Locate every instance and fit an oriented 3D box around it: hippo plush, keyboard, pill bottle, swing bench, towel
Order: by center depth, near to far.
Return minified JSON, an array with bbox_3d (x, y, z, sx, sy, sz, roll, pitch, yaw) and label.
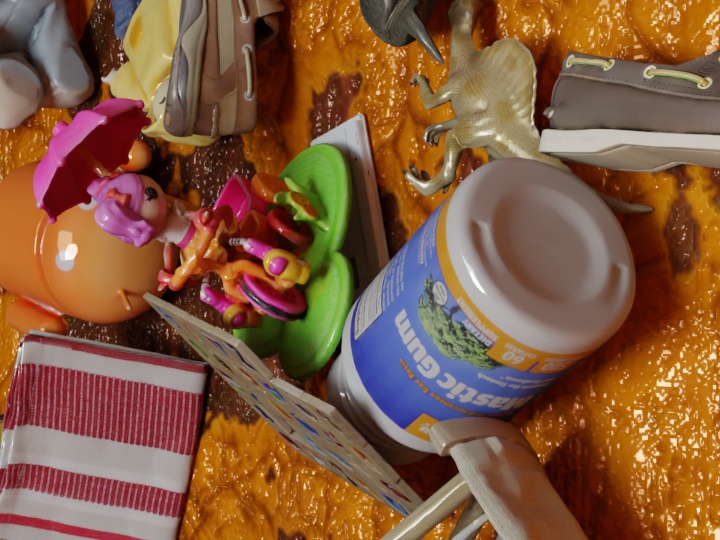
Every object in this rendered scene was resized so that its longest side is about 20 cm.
[{"bbox_3d":[0.080,0.218,0.833,0.200,0.129,0.200,-53,51,27],"label":"swing bench"},{"bbox_3d":[0.056,0.034,0.864,0.200,0.111,0.113,-50,53,51],"label":"pill bottle"},{"bbox_3d":[0.000,0.000,1.021,0.056,0.011,0.202,-27,68,51],"label":"keyboard"},{"bbox_3d":[-0.199,0.153,1.154,0.023,0.143,0.202,-118,39,-75],"label":"towel"},{"bbox_3d":[-0.328,-0.196,1.294,0.160,0.158,0.202,-21,73,46],"label":"hippo plush"}]

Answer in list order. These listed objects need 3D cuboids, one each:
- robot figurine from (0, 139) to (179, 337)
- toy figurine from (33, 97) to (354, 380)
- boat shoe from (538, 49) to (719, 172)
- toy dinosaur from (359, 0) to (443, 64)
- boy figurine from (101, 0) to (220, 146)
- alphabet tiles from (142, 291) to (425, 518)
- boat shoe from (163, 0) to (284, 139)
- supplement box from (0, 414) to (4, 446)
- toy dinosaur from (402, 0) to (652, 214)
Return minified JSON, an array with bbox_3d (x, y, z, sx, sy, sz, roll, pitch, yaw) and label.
[{"bbox_3d":[-0.215,-0.025,1.188,0.199,0.143,0.118,14,127,49],"label":"robot figurine"},{"bbox_3d":[-0.114,-0.029,0.969,0.151,0.183,0.200,-58,28,21],"label":"toy figurine"},{"bbox_3d":[0.175,-0.081,0.776,0.199,0.071,0.060,6,86,48],"label":"boat shoe"},{"bbox_3d":[0.025,-0.189,0.960,0.103,0.076,0.201,-57,49,43],"label":"toy dinosaur"},{"bbox_3d":[-0.158,-0.169,1.170,0.124,0.064,0.201,-43,55,36],"label":"boy figurine"},{"bbox_3d":[-0.039,0.088,0.944,0.008,0.167,0.199,-49,31,-13],"label":"alphabet tiles"},{"bbox_3d":[-0.091,-0.180,1.090,0.076,0.071,0.202,119,159,-68],"label":"boat shoe"},{"bbox_3d":[-0.284,0.218,1.248,0.131,0.102,0.202,-5,85,63],"label":"supplement box"},{"bbox_3d":[0.076,-0.081,0.898,0.101,0.058,0.201,-53,52,32],"label":"toy dinosaur"}]
